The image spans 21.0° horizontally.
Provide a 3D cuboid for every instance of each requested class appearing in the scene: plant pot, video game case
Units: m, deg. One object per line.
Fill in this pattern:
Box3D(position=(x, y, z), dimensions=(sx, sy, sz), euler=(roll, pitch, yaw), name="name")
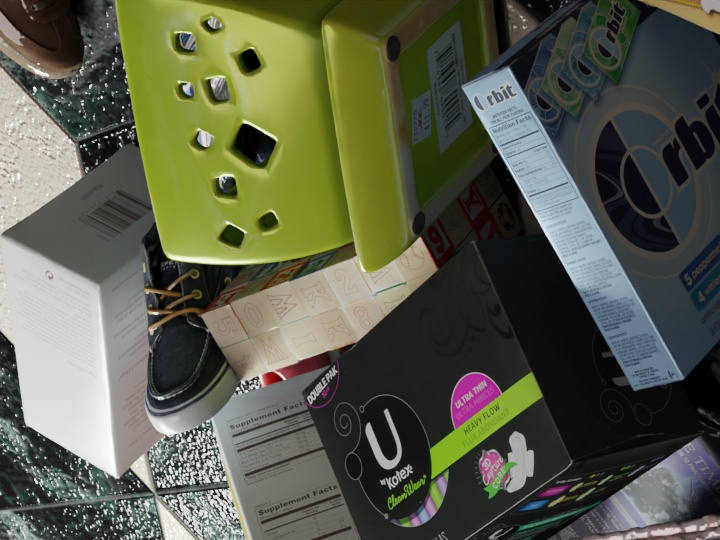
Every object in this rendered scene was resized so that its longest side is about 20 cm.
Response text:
Box3D(position=(-0.018, -0.122, 1.237), dimensions=(0.180, 0.199, 0.202), euler=(10, 125, 30), name="plant pot")
Box3D(position=(0.178, 0.152, 1.307), dimensions=(0.143, 0.019, 0.199), euler=(51, 139, -8), name="video game case")

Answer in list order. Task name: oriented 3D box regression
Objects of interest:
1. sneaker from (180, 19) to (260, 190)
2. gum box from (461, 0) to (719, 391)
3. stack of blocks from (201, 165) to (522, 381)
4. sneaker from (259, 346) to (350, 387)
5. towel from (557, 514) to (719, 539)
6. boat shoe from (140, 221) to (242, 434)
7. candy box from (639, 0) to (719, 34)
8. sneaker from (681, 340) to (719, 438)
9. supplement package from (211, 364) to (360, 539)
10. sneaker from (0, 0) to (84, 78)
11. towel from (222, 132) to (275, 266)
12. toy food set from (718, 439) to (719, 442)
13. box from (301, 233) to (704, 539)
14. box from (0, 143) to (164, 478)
Box3D(position=(-0.109, -0.158, 1.341), dimensions=(0.076, 0.076, 0.202), euler=(10, 103, 15), name="sneaker")
Box3D(position=(0.166, -0.062, 1.119), dimensions=(0.044, 0.170, 0.201), euler=(-18, 107, 49), name="gum box")
Box3D(position=(0.000, 0.000, 1.339), dimensions=(0.199, 0.115, 0.059), euler=(-20, 107, 36), name="stack of blocks")
Box3D(position=(-0.035, 0.123, 1.521), dimensions=(0.073, 0.087, 0.202), euler=(-8, 114, 47), name="sneaker")
Box3D(position=(0.228, 0.201, 1.250), dimensions=(0.198, 0.033, 0.191), euler=(-14, 151, 29), name="towel")
Box3D(position=(-0.130, 0.030, 1.397), dimensions=(0.070, 0.201, 0.091), euler=(-18, 118, 14), name="boat shoe")
Box3D(position=(0.221, -0.218, 1.035), dimensions=(0.115, 0.055, 0.201), euler=(28, 136, 25), name="candy box")
Box3D(position=(0.269, 0.064, 1.163), dimensions=(0.199, 0.111, 0.077), euler=(11, 127, 38), name="sneaker")
Box3D(position=(-0.004, 0.192, 1.389), dimensions=(0.153, 0.149, 0.201), euler=(80, 171, -48), name="supplement package")
Box3D(position=(-0.267, -0.240, 1.476), dimensions=(0.075, 0.070, 0.201), euler=(-25, 101, 49), name="sneaker")
Box3D(position=(-0.079, -0.071, 1.445), dimensions=(0.111, 0.048, 0.201), euler=(-26, 101, 50), name="towel")
Box3D(position=(0.205, 0.139, 1.326), dimensions=(0.200, 0.049, 0.198), euler=(48, 140, -5), name="toy food set")
Box3D(position=(0.084, 0.087, 1.205), dimensions=(0.200, 0.123, 0.150), euler=(-44, 63, 44), name="box")
Box3D(position=(-0.189, 0.032, 1.547), dimensions=(0.106, 0.152, 0.202), euler=(25, 134, 27), name="box")
